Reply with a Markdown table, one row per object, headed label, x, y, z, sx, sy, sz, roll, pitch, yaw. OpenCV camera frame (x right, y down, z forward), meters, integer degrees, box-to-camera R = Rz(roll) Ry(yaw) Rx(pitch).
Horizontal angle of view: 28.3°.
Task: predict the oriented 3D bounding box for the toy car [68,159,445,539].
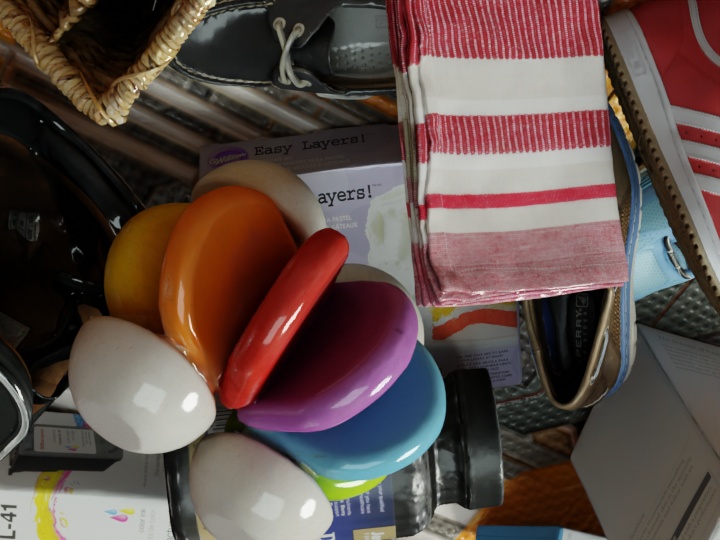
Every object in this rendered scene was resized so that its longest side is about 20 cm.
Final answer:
| label | x | y | z | sx | sy | sz | roll | pitch | yaw |
| --- | --- | --- | --- | --- | --- | --- | --- | --- | --- |
| toy car | -0.036 | 0.039 | 0.745 | 0.200 | 0.175 | 0.150 | 46 | 146 | -19 |

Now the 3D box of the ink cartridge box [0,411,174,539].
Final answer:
| label | x | y | z | sx | sy | sz | roll | pitch | yaw |
| --- | --- | --- | --- | --- | --- | --- | --- | --- | --- |
| ink cartridge box | -0.198 | 0.178 | 0.983 | 0.198 | 0.086 | 0.148 | 4 | 124 | -10 |

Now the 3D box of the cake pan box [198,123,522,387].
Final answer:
| label | x | y | z | sx | sy | sz | roll | pitch | yaw |
| --- | --- | --- | --- | --- | --- | --- | --- | --- | --- |
| cake pan box | 0.000 | 0.000 | 0.902 | 0.198 | 0.052 | 0.185 | -6 | 123 | -1 |

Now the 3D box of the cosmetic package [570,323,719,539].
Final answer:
| label | x | y | z | sx | sy | sz | roll | pitch | yaw |
| --- | --- | --- | --- | --- | --- | --- | --- | --- | --- |
| cosmetic package | 0.269 | 0.153 | 0.932 | 0.198 | 0.200 | 0.124 | 15 | 114 | -15 |

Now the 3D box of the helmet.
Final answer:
| label | x | y | z | sx | sy | sz | roll | pitch | yaw |
| --- | --- | --- | --- | --- | --- | --- | --- | --- | --- |
| helmet | -0.224 | -0.009 | 0.790 | 0.191 | 0.200 | 0.200 | 42 | 113 | -7 |

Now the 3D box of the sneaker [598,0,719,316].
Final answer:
| label | x | y | z | sx | sy | sz | roll | pitch | yaw |
| --- | --- | --- | --- | --- | --- | --- | --- | --- | --- |
| sneaker | 0.220 | -0.071 | 0.815 | 0.112 | 0.071 | 0.201 | -21 | 84 | 3 |

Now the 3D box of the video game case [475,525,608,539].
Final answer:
| label | x | y | z | sx | sy | sz | roll | pitch | yaw |
| --- | --- | --- | --- | --- | --- | --- | --- | --- | --- |
| video game case | 0.199 | 0.212 | 1.026 | 0.199 | 0.018 | 0.143 | 15 | 166 | -15 |

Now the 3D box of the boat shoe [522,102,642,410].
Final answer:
| label | x | y | z | sx | sy | sz | roll | pitch | yaw |
| --- | --- | --- | --- | --- | --- | --- | --- | --- | --- |
| boat shoe | 0.128 | -0.013 | 0.854 | 0.072 | 0.072 | 0.201 | -4 | 103 | 28 |

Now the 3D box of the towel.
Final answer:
| label | x | y | z | sx | sy | sz | roll | pitch | yaw |
| --- | --- | --- | --- | --- | --- | --- | --- | --- | --- |
| towel | 0.082 | -0.085 | 0.771 | 0.143 | 0.023 | 0.202 | -6 | 90 | -34 |

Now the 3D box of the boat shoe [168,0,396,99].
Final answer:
| label | x | y | z | sx | sy | sz | roll | pitch | yaw |
| --- | --- | --- | --- | --- | --- | --- | --- | --- | --- |
| boat shoe | -0.017 | -0.129 | 0.805 | 0.198 | 0.060 | 0.074 | -1 | 126 | -5 |

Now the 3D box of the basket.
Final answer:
| label | x | y | z | sx | sy | sz | roll | pitch | yaw |
| --- | --- | --- | --- | --- | --- | --- | --- | --- | --- |
| basket | -0.111 | -0.201 | 0.687 | 0.142 | 0.149 | 0.200 | 36 | 114 | -17 |

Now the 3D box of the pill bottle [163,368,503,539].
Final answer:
| label | x | y | z | sx | sy | sz | roll | pitch | yaw |
| --- | --- | --- | --- | --- | --- | --- | --- | --- | --- |
| pill bottle | -0.016 | 0.112 | 0.880 | 0.198 | 0.112 | 0.112 | -6 | 125 | 0 |

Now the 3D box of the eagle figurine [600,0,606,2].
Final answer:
| label | x | y | z | sx | sy | sz | roll | pitch | yaw |
| --- | --- | --- | --- | --- | --- | --- | --- | --- | --- |
| eagle figurine | 0.147 | -0.249 | 0.720 | 0.200 | 0.150 | 0.152 | -34 | 81 | 50 |

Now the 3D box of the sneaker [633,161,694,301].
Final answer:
| label | x | y | z | sx | sy | sz | roll | pitch | yaw |
| --- | --- | --- | --- | --- | --- | --- | --- | --- | --- |
| sneaker | 0.227 | -0.032 | 0.873 | 0.199 | 0.090 | 0.078 | -30 | 127 | 17 |
